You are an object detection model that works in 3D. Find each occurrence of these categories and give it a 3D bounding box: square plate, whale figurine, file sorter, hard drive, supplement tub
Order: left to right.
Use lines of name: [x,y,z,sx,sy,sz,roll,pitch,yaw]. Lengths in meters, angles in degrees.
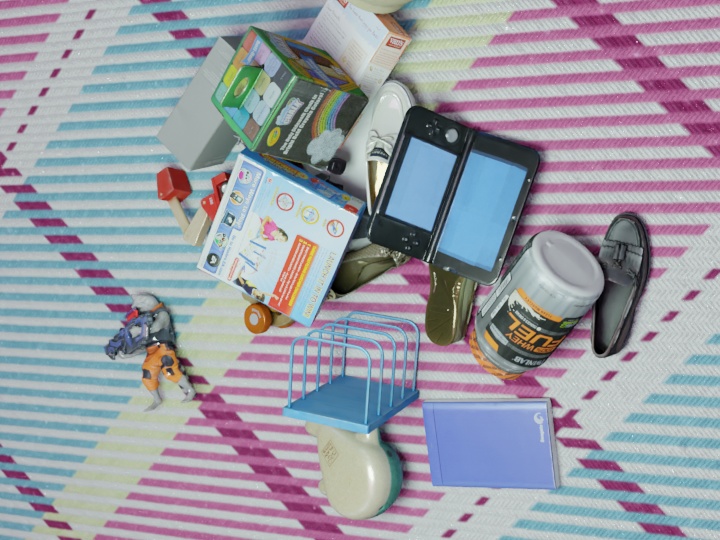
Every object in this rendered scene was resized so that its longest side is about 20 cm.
file sorter: [-0.008,0.144,1.704,0.136,0.199,0.125,8,103,23]
whale figurine: [-0.008,0.292,1.808,0.201,0.103,0.160,52,121,34]
square plate: [0.018,-0.148,1.721,0.198,0.028,0.201,-25,90,28]
hard drive: [0.194,0.259,1.729,0.197,0.025,0.135,-4,100,26]
supplement tub: [0.237,0.053,1.595,0.122,0.122,0.201,41,131,11]

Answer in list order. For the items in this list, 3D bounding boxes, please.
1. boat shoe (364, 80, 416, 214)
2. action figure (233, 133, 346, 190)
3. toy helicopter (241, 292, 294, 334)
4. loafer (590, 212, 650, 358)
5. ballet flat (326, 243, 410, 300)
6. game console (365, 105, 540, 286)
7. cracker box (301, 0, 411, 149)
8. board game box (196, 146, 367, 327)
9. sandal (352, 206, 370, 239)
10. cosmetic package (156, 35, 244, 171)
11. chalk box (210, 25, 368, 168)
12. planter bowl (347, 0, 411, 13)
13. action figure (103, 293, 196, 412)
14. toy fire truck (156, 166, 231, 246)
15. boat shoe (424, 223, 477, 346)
boat shoe: [0.037,-0.169,1.649,0.070,0.070,0.204,9,100,22]
action figure: [-0.114,-0.173,1.729,0.198,0.069,0.132,26,117,25]
toy helicopter: [-0.151,-0.009,1.810,0.132,0.078,0.202,-45,69,33]
loafer: [0.352,0.025,1.580,0.071,0.063,0.204,13,107,23]
ballet flat: [0.000,0.000,1.739,0.198,0.047,0.067,-26,126,29]
game console: [0.127,-0.104,1.601,0.118,0.169,0.203,23,95,58]
cracker box: [-0.028,-0.297,1.669,0.201,0.057,0.135,-54,54,26]
board game box: [-0.117,-0.050,1.685,0.193,0.056,0.202,27,117,3]
sandal: [-0.065,-0.073,1.736,0.196,0.043,0.077,-2,145,18]
cosmetic package: [-0.213,-0.256,1.764,0.090,0.106,0.201,41,117,12]
chalk box: [-0.112,-0.237,1.565,0.126,0.198,0.124,-54,54,21]
planter bowl: [0.032,-0.441,1.573,0.200,0.200,0.135,44,143,10]
action figure: [-0.352,0.134,1.945,0.199,0.103,0.197,-17,87,55]
toy fire truck: [-0.240,-0.084,1.816,0.139,0.048,0.203,-24,73,27]
boat shoe: [0.143,0.008,1.687,0.072,0.063,0.205,12,100,34]
